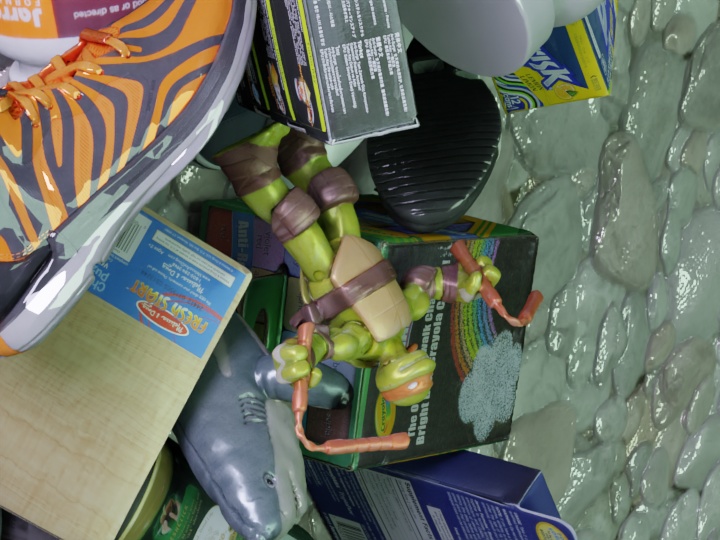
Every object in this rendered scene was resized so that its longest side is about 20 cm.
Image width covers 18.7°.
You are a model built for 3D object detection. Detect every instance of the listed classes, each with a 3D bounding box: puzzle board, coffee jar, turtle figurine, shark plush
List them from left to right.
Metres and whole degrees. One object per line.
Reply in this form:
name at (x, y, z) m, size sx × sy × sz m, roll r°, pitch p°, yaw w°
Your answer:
puzzle board at (-0.166, 0.017, 0.979) m, size 0.200 × 0.017 × 0.151 m, roll 31°, pitch 76°, yaw -16°
coffee jar at (-0.112, 0.126, 1.096) m, size 0.200 × 0.104 × 0.086 m, roll 42°, pitch 68°, yaw -48°
shark plush at (-0.087, 0.038, 1.041) m, size 0.200 × 0.091 × 0.083 m, roll 56°, pitch 38°, yaw 1°
turtle figurine at (0.000, 0.000, 1.050) m, size 0.200 × 0.064 × 0.162 m, roll -28°, pitch 90°, yaw -46°

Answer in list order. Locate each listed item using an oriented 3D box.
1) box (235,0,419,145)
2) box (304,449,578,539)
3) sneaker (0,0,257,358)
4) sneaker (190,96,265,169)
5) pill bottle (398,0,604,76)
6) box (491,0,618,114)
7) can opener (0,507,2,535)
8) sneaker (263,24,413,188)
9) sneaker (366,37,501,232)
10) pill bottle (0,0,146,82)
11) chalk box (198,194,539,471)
box at (-0.035, -0.164, 0.955) m, size 0.047 × 0.193 × 0.201 m, roll -14°, pitch 101°, yaw -14°
box at (0.059, 0.148, 1.242) m, size 0.032 × 0.199 × 0.121 m, roll -51°, pitch 136°, yaw -29°
sneaker at (-0.129, -0.071, 0.898) m, size 0.112 × 0.077 × 0.200 m, roll 43°, pitch 70°, yaw -30°
sneaker at (-0.066, -0.140, 1.102) m, size 0.078 × 0.079 × 0.201 m, roll -33°, pitch 126°, yaw -44°
pill bottle at (0.103, -0.201, 1.146) m, size 0.200 × 0.116 × 0.116 m, roll -50°, pitch 135°, yaw -27°
box at (0.113, -0.184, 1.266) m, size 0.201 × 0.064 × 0.070 m, roll -79°, pitch 152°, yaw -44°
can opener at (-0.197, 0.166, 1.035) m, size 0.053 × 0.066 × 0.201 m, roll -34°, pitch 130°, yaw -40°
sneaker at (-0.017, -0.136, 1.184) m, size 0.085 × 0.073 × 0.200 m, roll 45°, pitch 59°, yaw -32°
sneaker at (0.043, -0.065, 1.209) m, size 0.200 × 0.074 × 0.089 m, roll -86°, pitch 171°, yaw -56°
pill bottle at (-0.125, -0.161, 0.988) m, size 0.114 × 0.114 × 0.201 m, roll -32°, pitch 124°, yaw -43°
chalk box at (-0.013, 0.030, 1.175) m, size 0.200 × 0.124 × 0.125 m, roll -2°, pitch 103°, yaw -53°
